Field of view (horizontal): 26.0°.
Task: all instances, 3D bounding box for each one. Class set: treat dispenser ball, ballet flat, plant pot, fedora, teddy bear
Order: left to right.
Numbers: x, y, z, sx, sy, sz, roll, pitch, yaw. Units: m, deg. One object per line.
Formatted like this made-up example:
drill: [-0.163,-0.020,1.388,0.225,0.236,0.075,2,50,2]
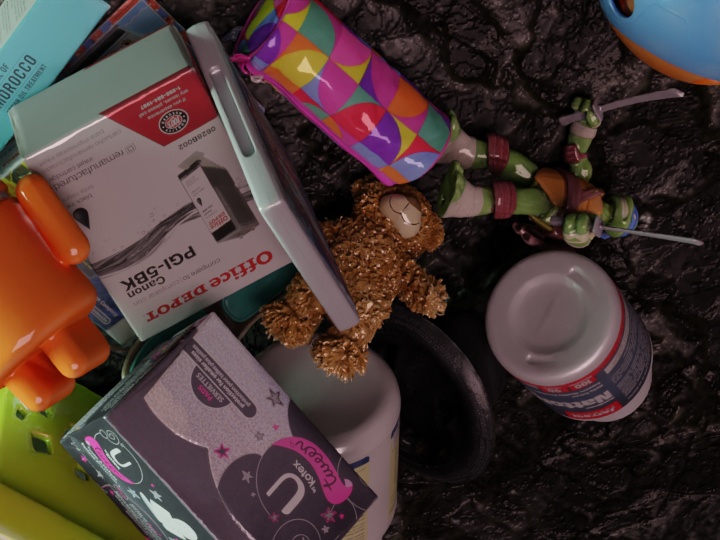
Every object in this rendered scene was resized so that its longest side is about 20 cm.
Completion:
plant pot: [-0.265,0.228,1.290,0.199,0.182,0.199,33,115,-13]
ballet flat: [-0.129,0.041,1.336,0.200,0.069,0.070,-38,124,-21]
teddy bear: [0.000,0.000,1.311,0.200,0.145,0.067,-37,155,-23]
fedora: [0.071,0.094,1.411,0.091,0.200,0.202,-36,128,-32]
treat dispenser ball: [0.284,-0.247,1.233,0.200,0.201,0.202,-6,120,-11]

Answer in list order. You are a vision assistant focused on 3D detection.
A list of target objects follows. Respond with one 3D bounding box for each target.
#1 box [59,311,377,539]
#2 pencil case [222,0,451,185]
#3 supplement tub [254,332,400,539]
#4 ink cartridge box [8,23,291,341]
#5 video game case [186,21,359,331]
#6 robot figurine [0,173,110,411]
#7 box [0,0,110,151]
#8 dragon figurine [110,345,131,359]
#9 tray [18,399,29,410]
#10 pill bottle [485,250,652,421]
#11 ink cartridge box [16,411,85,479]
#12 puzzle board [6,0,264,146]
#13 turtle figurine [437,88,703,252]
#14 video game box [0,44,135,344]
box: [-0.109,0.154,1.218,0.200,0.115,0.132,50,58,-8]
pencil case: [-0.018,-0.148,1.280,0.200,0.088,0.088,35,105,-27]
supplement tub: [-0.038,0.171,1.398,0.144,0.145,0.201,-8,134,-10]
ink cartridge box: [-0.158,-0.064,1.210,0.146,0.083,0.201,-28,128,-1]
video game case: [-0.065,-0.070,1.205,0.023,0.183,0.200,-26,148,3]
robot figurine: [-0.273,0.009,1.136,0.200,0.117,0.144,49,142,0]
box: [-0.274,-0.155,1.210,0.049,0.082,0.200,32,107,-29]
dragon figurine: [-0.162,0.130,1.384,0.200,0.059,0.100,24,93,-51]
tray: [-0.297,0.010,1.241,0.022,0.107,0.201,-30,98,7]
pill bottle: [0.197,0.069,1.400,0.119,0.120,0.200,-37,150,8]
ink cartridge box: [-0.264,0.199,1.429,0.199,0.048,0.146,30,108,-27]
puzzle board: [-0.199,-0.114,1.290,0.200,0.017,0.151,-42,120,10]
turtle figurine: [0.170,-0.091,1.328,0.193,0.200,0.145,9,82,-14]
video game box: [-0.194,-0.056,1.283,0.182,0.047,0.200,-40,128,6]
